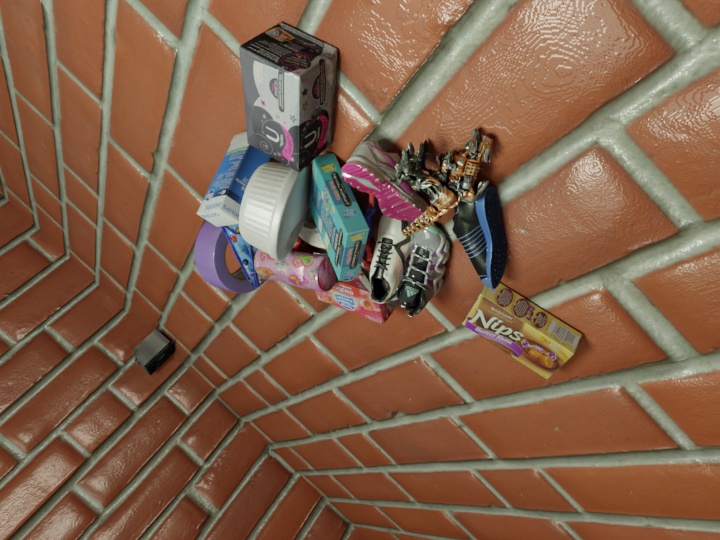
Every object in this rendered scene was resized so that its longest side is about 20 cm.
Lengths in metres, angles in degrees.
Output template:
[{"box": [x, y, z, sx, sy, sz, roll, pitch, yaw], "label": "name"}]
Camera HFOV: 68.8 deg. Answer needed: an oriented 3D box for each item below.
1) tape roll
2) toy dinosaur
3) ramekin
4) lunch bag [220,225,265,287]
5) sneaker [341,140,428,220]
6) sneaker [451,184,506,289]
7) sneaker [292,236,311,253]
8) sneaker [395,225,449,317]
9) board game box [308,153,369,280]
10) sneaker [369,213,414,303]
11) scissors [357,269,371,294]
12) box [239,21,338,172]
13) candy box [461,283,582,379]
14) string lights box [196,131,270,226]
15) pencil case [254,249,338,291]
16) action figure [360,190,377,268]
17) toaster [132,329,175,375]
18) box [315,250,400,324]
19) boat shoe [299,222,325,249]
[{"box": [-0.317, -0.047, 1.346, 0.084, 0.200, 0.201, 12, 137, 38], "label": "tape roll"}, {"box": [0.125, -0.141, 0.846, 0.135, 0.201, 0.102, 39, -175, 9], "label": "toy dinosaur"}, {"box": [-0.177, -0.130, 1.094, 0.093, 0.204, 0.203, 17, 143, 6], "label": "ramekin"}, {"box": [-0.232, -0.065, 1.283, 0.093, 0.151, 0.201, 22, 142, 27], "label": "lunch bag"}, {"box": [0.059, -0.162, 0.944, 0.081, 0.089, 0.199, -6, 147, 46], "label": "sneaker"}, {"box": [0.205, -0.060, 0.924, 0.077, 0.070, 0.202, 14, 131, 39], "label": "sneaker"}, {"box": [-0.128, -0.026, 1.300, 0.084, 0.077, 0.201, 21, 156, 16], "label": "sneaker"}, {"box": [0.113, 0.015, 1.029, 0.077, 0.140, 0.201, 20, 142, 27], "label": "sneaker"}, {"box": [-0.048, -0.107, 1.049, 0.152, 0.046, 0.201, 104, 147, -55], "label": "board game box"}, {"box": [0.058, -0.025, 1.052, 0.073, 0.080, 0.202, 11, 111, 27], "label": "sneaker"}, {"box": [0.000, 0.000, 1.158, 0.199, 0.073, 0.014, 35, 159, 38], "label": "scissors"}, {"box": [-0.125, -0.302, 0.935, 0.131, 0.115, 0.201, 31, 146, 16], "label": "box"}, {"box": [0.308, 0.113, 1.022, 0.199, 0.057, 0.117, 32, 146, 12], "label": "candy box"}, {"box": [-0.261, -0.196, 1.112, 0.102, 0.202, 0.059, 0, 154, 46], "label": "string lights box"}, {"box": [-0.143, -0.007, 1.177, 0.198, 0.088, 0.088, 10, 136, 31], "label": "pencil case"}, {"box": [0.011, -0.087, 1.063, 0.051, 0.066, 0.202, -1, 126, 2], "label": "action figure"}, {"box": [-1.019, 0.402, 2.609, 0.118, 0.200, 0.181, 40, 155, 5], "label": "toaster"}, {"box": [-0.011, 0.032, 1.219, 0.199, 0.096, 0.100, 19, 142, 31], "label": "box"}, {"box": [-0.065, -0.083, 1.179, 0.199, 0.070, 0.070, 25, 118, 36], "label": "boat shoe"}]
